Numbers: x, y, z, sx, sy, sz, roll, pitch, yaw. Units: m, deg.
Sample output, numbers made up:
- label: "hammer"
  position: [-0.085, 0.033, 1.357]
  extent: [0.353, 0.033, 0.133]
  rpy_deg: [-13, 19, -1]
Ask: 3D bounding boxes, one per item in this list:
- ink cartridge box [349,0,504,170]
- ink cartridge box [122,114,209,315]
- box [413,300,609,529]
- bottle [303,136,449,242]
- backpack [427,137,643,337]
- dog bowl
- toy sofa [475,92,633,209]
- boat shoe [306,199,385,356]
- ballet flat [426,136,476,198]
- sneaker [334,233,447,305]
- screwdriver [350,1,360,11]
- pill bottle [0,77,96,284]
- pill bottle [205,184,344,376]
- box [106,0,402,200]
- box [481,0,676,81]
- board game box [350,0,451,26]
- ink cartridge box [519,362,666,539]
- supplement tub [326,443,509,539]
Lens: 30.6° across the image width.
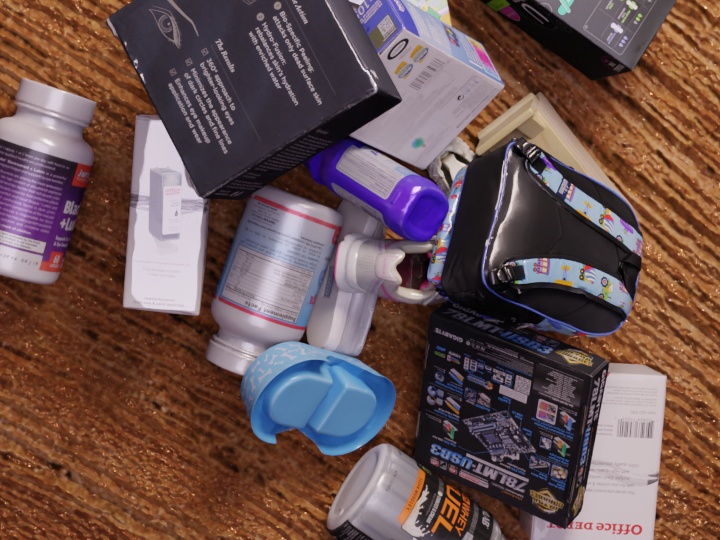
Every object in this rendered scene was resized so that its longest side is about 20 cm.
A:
- label: "ink cartridge box"
  position: [0.033, -0.201, 1.359]
  extent: [0.199, 0.077, 0.136]
  rpy_deg: [18, 125, -45]
- label: "ink cartridge box"
  position: [-0.202, -0.063, 1.401]
  extent: [0.084, 0.146, 0.202]
  rpy_deg: [6, 95, -7]
- label: "box"
  position: [0.159, 0.156, 1.433]
  extent: [0.199, 0.050, 0.200]
  rpy_deg: [20, 122, 28]
- label: "bottle"
  position: [0.003, -0.101, 1.409]
  extent: [0.083, 0.200, 0.066]
  rpy_deg: [27, 96, -52]
- label: "backpack"
  position: [0.193, -0.020, 1.382]
  extent: [0.199, 0.134, 0.184]
  rpy_deg: [23, 69, -26]
- label: "dog bowl"
  position: [-0.049, 0.137, 1.439]
  extent: [0.199, 0.050, 0.112]
  rpy_deg: [19, 110, -46]
- label: "toy sofa"
  position: [0.223, -0.099, 1.493]
  extent: [0.083, 0.098, 0.200]
  rpy_deg: [-37, 100, 23]
- label: "boat shoe"
  position: [0.000, 0.000, 1.477]
  extent: [0.068, 0.072, 0.202]
  rpy_deg: [17, 82, -36]
- label: "ballet flat"
  position: [0.138, -0.068, 1.485]
  extent: [0.072, 0.072, 0.200]
  rpy_deg: [-40, 100, -2]
- label: "sneaker"
  position: [0.068, 0.004, 1.440]
  extent: [0.199, 0.088, 0.082]
  rpy_deg: [-1, 99, -44]
- label: "screwdriver"
  position: [-0.095, -0.272, 1.328]
  extent: [0.198, 0.028, 0.029]
  rpy_deg: [5, 67, -12]
- label: "pill bottle"
  position: [-0.348, -0.096, 1.397]
  extent: [0.111, 0.111, 0.201]
  rpy_deg: [17, 94, -8]
- label: "pill bottle"
  position: [-0.099, 0.014, 1.441]
  extent: [0.108, 0.109, 0.201]
  rpy_deg: [20, 93, -9]
- label: "box"
  position: [-0.098, -0.199, 1.250]
  extent: [0.199, 0.117, 0.198]
  rpy_deg: [-30, 84, 14]
- label: "box"
  position: [0.227, -0.315, 1.429]
  extent: [0.199, 0.149, 0.125]
  rpy_deg: [33, 90, -9]
- label: "board game box"
  position: [-0.007, -0.283, 1.415]
  extent: [0.198, 0.034, 0.136]
  rpy_deg: [-13, 97, -7]
- label: "ink cartridge box"
  position: [0.265, 0.210, 1.518]
  extent: [0.146, 0.083, 0.202]
  rpy_deg: [4, 95, -6]
- label: "supplement tub"
  position: [0.072, 0.296, 1.483]
  extent: [0.199, 0.123, 0.123]
  rpy_deg: [35, 90, -10]
